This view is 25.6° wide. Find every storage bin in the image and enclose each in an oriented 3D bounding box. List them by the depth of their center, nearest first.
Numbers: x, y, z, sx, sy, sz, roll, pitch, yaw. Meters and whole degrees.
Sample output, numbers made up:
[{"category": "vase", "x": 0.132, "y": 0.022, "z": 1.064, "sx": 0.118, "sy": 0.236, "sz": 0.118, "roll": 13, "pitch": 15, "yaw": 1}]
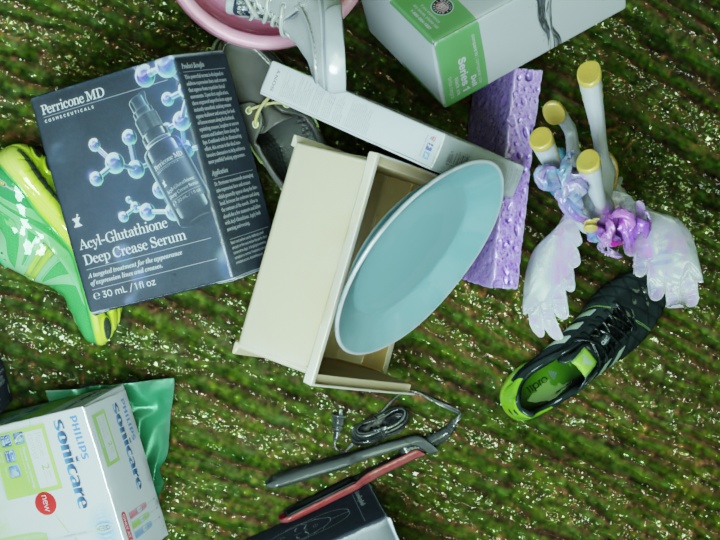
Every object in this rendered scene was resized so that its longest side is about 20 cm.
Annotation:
[{"category": "storage bin", "x": 0.000, "y": 0.000, "z": 1.415, "sx": 0.094, "sy": 0.198, "sz": 0.200, "roll": 16, "pitch": 92, "yaw": 32}]

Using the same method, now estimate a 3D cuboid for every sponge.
[{"category": "sponge", "x": 0.124, "y": -0.086, "z": 1.467, "sx": 0.030, "sy": 0.112, "sz": 0.200, "roll": 5, "pitch": 93, "yaw": -17}]

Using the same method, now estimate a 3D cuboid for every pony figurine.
[{"category": "pony figurine", "x": 0.213, "y": -0.056, "z": 1.420, "sx": 0.166, "sy": 0.200, "sz": 0.193, "roll": -9, "pitch": 52, "yaw": 20}]

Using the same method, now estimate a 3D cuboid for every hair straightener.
[{"category": "hair straightener", "x": 0.001, "y": 0.166, "z": 1.505, "sx": 0.200, "sy": 0.041, "sz": 0.077, "roll": -23, "pitch": 95, "yaw": -4}]

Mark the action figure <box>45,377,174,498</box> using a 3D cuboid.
[{"category": "action figure", "x": -0.226, "y": 0.203, "z": 1.479, "sx": 0.118, "sy": 0.055, "sz": 0.201, "roll": -4, "pitch": 93, "yaw": -7}]

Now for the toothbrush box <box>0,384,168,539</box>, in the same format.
[{"category": "toothbrush box", "x": -0.293, "y": 0.199, "z": 1.421, "sx": 0.200, "sy": 0.086, "sz": 0.146, "roll": -14, "pitch": 95, "yaw": 18}]

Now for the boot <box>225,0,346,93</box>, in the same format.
[{"category": "boot", "x": -0.068, "y": -0.221, "z": 1.363, "sx": 0.095, "sy": 0.200, "sz": 0.074, "roll": -6, "pitch": 136, "yaw": -6}]

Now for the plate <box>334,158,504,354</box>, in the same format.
[{"category": "plate", "x": 0.044, "y": -0.015, "z": 1.320, "sx": 0.026, "sy": 0.200, "sz": 0.200, "roll": 40, "pitch": 89, "yaw": 23}]

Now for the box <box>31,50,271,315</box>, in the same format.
[{"category": "box", "x": -0.180, "y": -0.079, "z": 1.409, "sx": 0.148, "sy": 0.107, "sz": 0.200, "roll": -14, "pitch": 94, "yaw": 22}]

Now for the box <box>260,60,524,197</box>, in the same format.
[{"category": "box", "x": 0.028, "y": -0.123, "z": 1.394, "sx": 0.200, "sy": 0.144, "sz": 0.036, "roll": 28, "pitch": 98, "yaw": 34}]

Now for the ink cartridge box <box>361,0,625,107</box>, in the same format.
[{"category": "ink cartridge box", "x": 0.118, "y": -0.256, "z": 1.424, "sx": 0.200, "sy": 0.146, "sz": 0.084, "roll": -29, "pitch": 139, "yaw": -11}]

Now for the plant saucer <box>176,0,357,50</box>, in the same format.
[{"category": "plant saucer", "x": -0.089, "y": -0.301, "z": 1.457, "sx": 0.200, "sy": 0.051, "sz": 0.201, "roll": 0, "pitch": 88, "yaw": -13}]

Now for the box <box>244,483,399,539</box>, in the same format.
[{"category": "box", "x": -0.052, "y": 0.295, "z": 1.453, "sx": 0.200, "sy": 0.148, "sz": 0.107, "roll": -24, "pitch": 95, "yaw": -3}]

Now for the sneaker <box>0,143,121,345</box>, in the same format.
[{"category": "sneaker", "x": -0.286, "y": -0.020, "z": 1.462, "sx": 0.083, "sy": 0.074, "sz": 0.200, "roll": -26, "pitch": 99, "yaw": 21}]

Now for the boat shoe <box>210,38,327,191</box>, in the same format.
[{"category": "boat shoe", "x": -0.073, "y": -0.135, "z": 1.471, "sx": 0.072, "sy": 0.061, "sz": 0.201, "roll": -32, "pitch": 96, "yaw": -2}]

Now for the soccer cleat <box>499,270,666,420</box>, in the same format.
[{"category": "soccer cleat", "x": 0.218, "y": 0.074, "z": 1.501, "sx": 0.200, "sy": 0.081, "sz": 0.068, "roll": -40, "pitch": 96, "yaw": -2}]

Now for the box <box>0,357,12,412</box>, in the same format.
[{"category": "box", "x": -0.437, "y": 0.055, "z": 1.415, "sx": 0.200, "sy": 0.123, "sz": 0.199, "roll": -14, "pitch": 95, "yaw": -3}]
